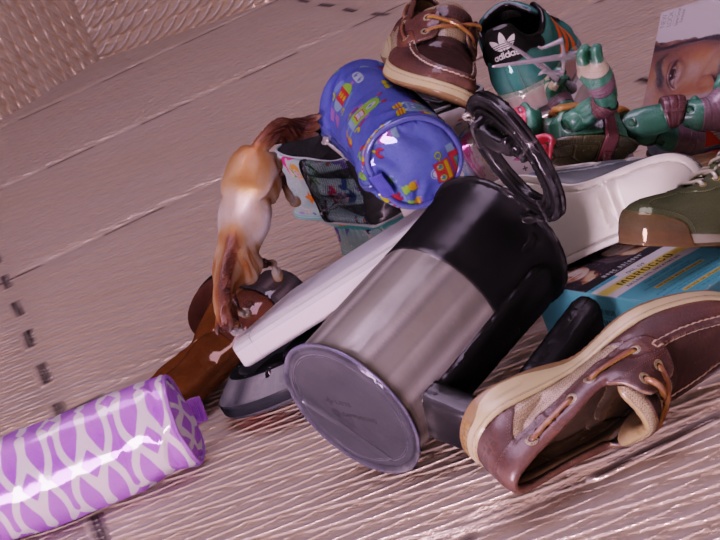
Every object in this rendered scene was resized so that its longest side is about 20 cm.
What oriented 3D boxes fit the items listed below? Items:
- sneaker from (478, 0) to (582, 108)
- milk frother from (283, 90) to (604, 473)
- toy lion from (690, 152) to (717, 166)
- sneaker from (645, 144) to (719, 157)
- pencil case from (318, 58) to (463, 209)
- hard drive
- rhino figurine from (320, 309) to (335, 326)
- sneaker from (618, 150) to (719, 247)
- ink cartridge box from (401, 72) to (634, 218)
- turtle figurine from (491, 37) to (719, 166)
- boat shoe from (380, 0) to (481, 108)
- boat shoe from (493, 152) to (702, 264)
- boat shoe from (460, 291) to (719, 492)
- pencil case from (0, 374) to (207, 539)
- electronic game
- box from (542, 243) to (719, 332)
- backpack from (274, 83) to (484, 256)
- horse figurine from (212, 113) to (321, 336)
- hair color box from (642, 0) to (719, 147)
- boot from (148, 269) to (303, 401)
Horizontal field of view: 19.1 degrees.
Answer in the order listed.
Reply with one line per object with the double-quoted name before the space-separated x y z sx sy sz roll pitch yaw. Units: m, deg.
"sneaker" 0.140 -0.194 1.782 0.071 0.080 0.200 -19 15 14
"milk frother" 0.052 0.006 1.446 0.180 0.201 0.188 6 44 45
"toy lion" 0.357 -0.092 1.661 0.199 0.069 0.191 -14 10 33
"sneaker" 0.331 -0.147 1.810 0.199 0.096 0.079 -19 10 14
"pencil case" 0.018 -0.109 1.712 0.087 0.078 0.200 -40 22 2
"hard drive" 0.000 0.000 1.700 0.199 0.027 0.132 -32 5 30
"rhino figurine" 0.053 0.036 1.608 0.199 0.088 0.060 -29 16 -21
"sneaker" 0.263 -0.063 1.489 0.199 0.091 0.067 -2 6 -29
"ink cartridge box" 0.122 -0.072 1.805 0.199 0.129 0.125 -19 16 21
"turtle figurine" 0.179 -0.122 1.633 0.198 0.102 0.150 3 3 -15
"boat shoe" 0.061 -0.183 1.726 0.072 0.072 0.200 19 14 -10
"boat shoe" 0.160 -0.043 1.579 0.199 0.073 0.062 -13 1 17
"boat shoe" 0.162 0.080 1.324 0.199 0.073 0.072 -22 39 -18
"pencil case" -0.219 0.149 1.657 0.199 0.084 0.085 -20 -9 7
"electronic game" -0.025 0.063 1.723 0.199 0.042 0.200 -28 9 5
"box" 0.206 0.019 1.503 0.082 0.049 0.200 -29 15 -21
"backpack" 0.023 -0.096 1.999 0.177 0.152 0.199 -29 22 -30
"horse figurine" -0.085 -0.041 1.731 0.050 0.201 0.133 12 -6 16
"hair color box" 0.329 -0.174 1.708 0.199 0.064 0.112 -15 49 41
"boot" -0.151 0.087 1.852 0.200 0.069 0.188 -45 24 -26
